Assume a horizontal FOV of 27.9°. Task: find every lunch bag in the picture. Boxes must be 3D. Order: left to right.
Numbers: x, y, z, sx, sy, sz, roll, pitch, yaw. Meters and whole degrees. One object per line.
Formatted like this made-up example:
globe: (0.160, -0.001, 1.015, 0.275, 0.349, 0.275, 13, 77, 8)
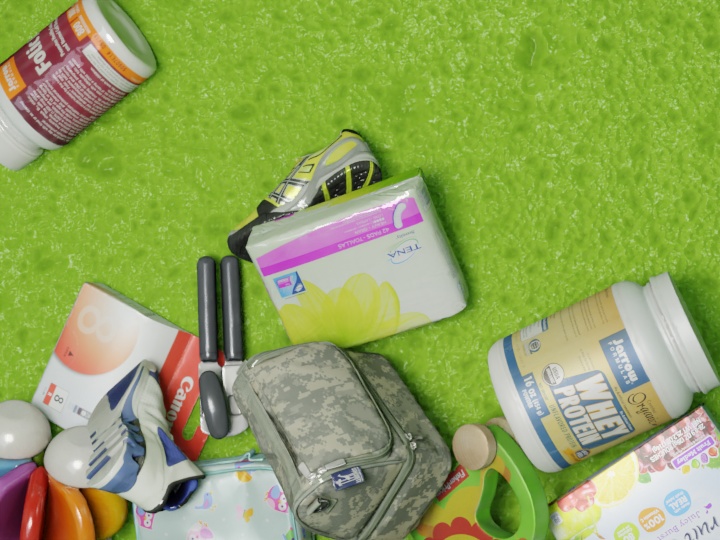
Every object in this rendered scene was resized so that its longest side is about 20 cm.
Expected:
lunch bag: (-0.144, 0.278, 1.580, 0.198, 0.077, 0.162, -8, 90, 15)
lunch bag: (-0.029, 0.172, 1.462, 0.140, 0.167, 0.200, -58, 43, 24)

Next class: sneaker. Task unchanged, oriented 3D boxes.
sneaker: (-0.226, 0.194, 1.537, 0.080, 0.200, 0.115, -40, 114, 16)
sneaker: (-0.061, -0.076, 1.576, 0.199, 0.075, 0.077, -31, 46, 20)

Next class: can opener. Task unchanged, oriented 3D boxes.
can opener: (-0.151, 0.082, 1.578, 0.053, 0.067, 0.202, -2, 83, -7)

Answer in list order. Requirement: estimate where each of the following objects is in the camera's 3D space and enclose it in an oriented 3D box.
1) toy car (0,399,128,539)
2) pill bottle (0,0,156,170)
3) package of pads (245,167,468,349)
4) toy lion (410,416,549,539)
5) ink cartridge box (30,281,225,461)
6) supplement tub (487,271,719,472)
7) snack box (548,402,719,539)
toy car: (-0.362, 0.255, 1.584, 0.198, 0.150, 0.177, 18, 120, 14)
pill bottle: (-0.337, -0.208, 1.619, 0.199, 0.114, 0.115, -36, 81, 11)
package of pads: (0.000, 0.000, 1.523, 0.198, 0.068, 0.156, -19, 112, 14)
toy lion: (0.120, 0.278, 1.474, 0.200, 0.068, 0.193, -47, 63, 34)
ink cartridge box: (-0.256, 0.129, 1.628, 0.199, 0.050, 0.163, 28, 97, 17)
supplement tub: (0.241, 0.099, 1.444, 0.199, 0.145, 0.146, -27, 83, 14)
snack box: (0.310, 0.258, 1.464, 0.199, 0.068, 0.170, -35, 81, 13)
